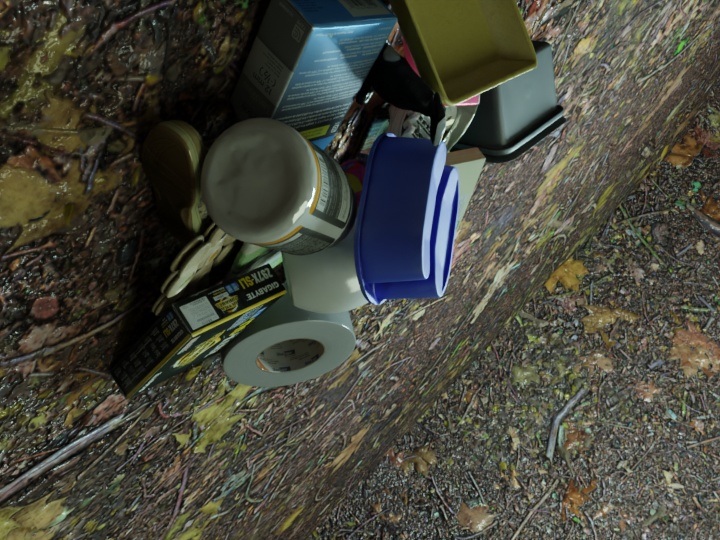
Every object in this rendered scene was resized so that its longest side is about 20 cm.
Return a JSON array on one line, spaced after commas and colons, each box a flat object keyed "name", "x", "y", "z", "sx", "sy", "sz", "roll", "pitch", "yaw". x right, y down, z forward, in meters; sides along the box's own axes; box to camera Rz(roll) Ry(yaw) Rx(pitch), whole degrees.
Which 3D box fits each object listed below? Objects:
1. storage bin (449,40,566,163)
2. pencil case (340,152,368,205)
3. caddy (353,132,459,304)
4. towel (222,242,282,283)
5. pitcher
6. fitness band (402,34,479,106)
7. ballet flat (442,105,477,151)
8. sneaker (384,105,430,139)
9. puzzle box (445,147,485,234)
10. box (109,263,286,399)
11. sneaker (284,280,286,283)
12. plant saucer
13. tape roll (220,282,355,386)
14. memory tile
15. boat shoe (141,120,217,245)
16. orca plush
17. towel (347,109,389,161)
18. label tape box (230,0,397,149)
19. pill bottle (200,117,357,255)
[{"name": "storage bin", "x": 0.225, "y": -0.280, "z": 1.231, "sx": 0.199, "sy": 0.145, "sz": 0.136, "roll": -34, "pitch": 128, "yaw": -35}, {"name": "pencil case", "x": 0.026, "y": -0.092, "z": 1.116, "sx": 0.089, "sy": 0.088, "sz": 0.200, "roll": -50, "pitch": 144, "yaw": 4}, {"name": "caddy", "x": 0.044, "y": -0.059, "z": 0.882, "sx": 0.141, "sy": 0.104, "sz": 0.202, "roll": 45, "pitch": 51, "yaw": -61}, {"name": "towel", "x": -0.117, "y": -0.042, "z": 1.000, "sx": 0.149, "sy": 0.031, "sz": 0.200, "roll": -36, "pitch": 172, "yaw": -38}, {"name": "pitcher", "x": 0.000, "y": 0.000, "z": 1.026, "sx": 0.198, "sy": 0.122, "sz": 0.172, "roll": -12, "pitch": 146, "yaw": -9}, {"name": "fitness band", "x": 0.118, "y": -0.287, "z": 1.001, "sx": 0.199, "sy": 0.037, "sz": 0.146, "roll": -15, "pitch": 110, "yaw": -52}, {"name": "ballet flat", "x": 0.106, "y": -0.200, "z": 1.140, "sx": 0.063, "sy": 0.067, "sz": 0.201, "roll": 10, "pitch": 118, "yaw": -53}, {"name": "sneaker", "x": 0.081, "y": -0.234, "z": 1.063, "sx": 0.075, "sy": 0.080, "sz": 0.201, "roll": 45, "pitch": 60, "yaw": -38}, {"name": "puzzle box", "x": 0.088, "y": -0.079, "z": 1.080, "sx": 0.132, "sy": 0.026, "sz": 0.201, "roll": -15, "pitch": 144, "yaw": -26}, {"name": "box", "x": -0.205, "y": 0.077, "z": 0.969, "sx": 0.159, "sy": 0.050, "sz": 0.200, "roll": -29, "pitch": 172, "yaw": -48}, {"name": "sneaker", "x": -0.034, "y": -0.005, "z": 1.198, "sx": 0.201, "sy": 0.099, "sz": 0.078, "roll": -55, "pitch": 159, "yaw": 16}, {"name": "plant saucer", "x": 0.105, "y": -0.301, "z": 0.894, "sx": 0.048, "sy": 0.202, "sz": 0.199, "roll": -14, "pitch": -167, "yaw": 48}, {"name": "tape roll", "x": -0.109, "y": 0.098, "z": 1.138, "sx": 0.198, "sy": 0.067, "sz": 0.201, "roll": -12, "pitch": 148, "yaw": -7}, {"name": "memory tile", "x": -0.160, "y": -0.034, "z": 0.894, "sx": 0.200, "sy": 0.017, "sz": 0.153, "roll": -49, "pitch": 179, "yaw": -40}, {"name": "boat shoe", "x": -0.175, "y": -0.095, "z": 0.792, "sx": 0.063, "sy": 0.073, "sz": 0.200, "roll": -46, "pitch": 172, "yaw": -25}, {"name": "orca plush", "x": 0.033, "y": -0.201, "z": 0.886, "sx": 0.071, "sy": 0.201, "sz": 0.105, "roll": -36, "pitch": 144, "yaw": 4}, {"name": "towel", "x": 0.048, "y": -0.183, "z": 1.167, "sx": 0.199, "sy": 0.022, "sz": 0.148, "roll": -23, "pitch": 147, "yaw": -51}, {"name": "label tape box", "x": -0.063, "y": -0.201, "z": 0.832, "sx": 0.143, "sy": 0.066, "sz": 0.201, "roll": -26, "pitch": 158, "yaw": -48}, {"name": "pill bottle", "x": -0.072, "y": -0.077, "z": 0.790, "sx": 0.117, "sy": 0.116, "sz": 0.200, "roll": -51, "pitch": 167, "yaw": 6}]
